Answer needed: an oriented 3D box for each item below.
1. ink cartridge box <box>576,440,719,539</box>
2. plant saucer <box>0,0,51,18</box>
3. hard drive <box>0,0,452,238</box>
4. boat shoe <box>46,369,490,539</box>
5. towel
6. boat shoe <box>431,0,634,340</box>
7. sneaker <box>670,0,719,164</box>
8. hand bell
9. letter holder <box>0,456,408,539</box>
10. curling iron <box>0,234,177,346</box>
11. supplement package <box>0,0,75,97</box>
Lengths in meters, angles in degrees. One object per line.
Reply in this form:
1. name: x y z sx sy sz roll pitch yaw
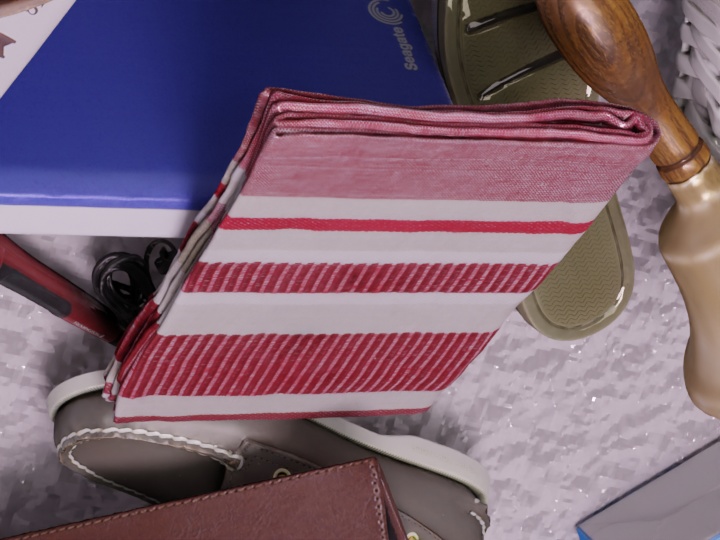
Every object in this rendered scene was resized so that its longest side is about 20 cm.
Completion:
1. ink cartridge box: 0.193 0.181 1.000 0.116 0.067 0.200 -28 115 -9
2. plant saucer: -0.120 -0.165 0.563 0.200 0.037 0.201 -8 108 -26
3. hard drive: -0.063 -0.064 0.790 0.199 0.132 0.025 1 134 -21
4. boat shoe: -0.034 0.091 0.876 0.201 0.072 0.060 18 57 -26
5. towel: 0.000 0.000 0.768 0.144 0.023 0.200 1 149 -25
6. boat shoe: 0.060 -0.072 0.865 0.075 0.068 0.201 -14 113 -15
7. sneaker: 0.163 -0.079 0.878 0.081 0.077 0.200 -36 133 2
8. hand bell: 0.120 -0.048 0.823 0.104 0.104 0.200 -40 115 -4
9. letter holder: -0.072 0.174 0.810 0.199 0.142 0.101 -13 137 6
10. curling iron: -0.144 -0.020 0.819 0.200 0.026 0.050 29 105 -33
11. supplement package: -0.198 -0.136 0.657 0.200 0.156 0.111 29 112 -31
